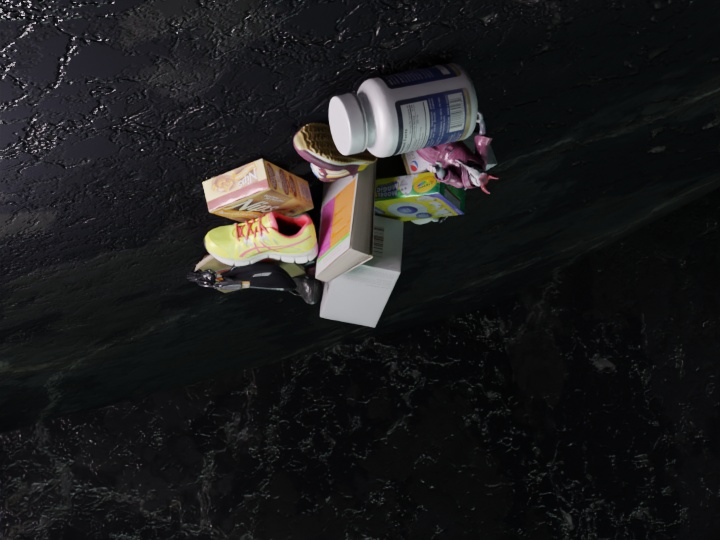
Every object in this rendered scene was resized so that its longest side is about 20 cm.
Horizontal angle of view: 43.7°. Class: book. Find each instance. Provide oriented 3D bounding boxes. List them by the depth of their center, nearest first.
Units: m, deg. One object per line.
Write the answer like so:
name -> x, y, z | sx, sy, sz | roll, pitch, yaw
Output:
book -> -0.029, -0.097, 1.545 | 0.047, 0.204, 0.133 | 19, 151, -28

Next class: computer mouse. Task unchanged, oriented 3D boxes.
computer mouse -> -0.195, 0.008, 1.552 | 0.196, 0.047, 0.140 | 5, -177, -19

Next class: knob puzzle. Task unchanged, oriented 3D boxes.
knob puzzle -> -0.215, -0.014, 1.640 | 0.215, 0.031, 0.220 | -8, 162, -2

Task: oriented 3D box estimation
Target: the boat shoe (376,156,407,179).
boat shoe -> 0.097, -0.178, 1.692 | 0.196, 0.076, 0.068 | -2, 164, -23

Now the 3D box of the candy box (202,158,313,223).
candy box -> -0.168, -0.126, 1.520 | 0.113, 0.056, 0.200 | -19, 169, 15

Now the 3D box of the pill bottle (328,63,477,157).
pill bottle -> 0.059, -0.226, 1.288 | 0.196, 0.113, 0.111 | -14, 168, -19

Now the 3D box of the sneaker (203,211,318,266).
sneaker -> -0.167, -0.065, 1.523 | 0.195, 0.079, 0.091 | -3, 140, -10

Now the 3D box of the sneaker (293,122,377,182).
sneaker -> -0.055, -0.177, 1.426 | 0.089, 0.076, 0.199 | -31, 163, 30

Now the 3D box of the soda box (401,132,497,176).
soda box -> 0.161, -0.210, 1.638 | 0.198, 0.069, 0.063 | -7, 165, -47

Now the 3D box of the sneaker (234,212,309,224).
sneaker -> -0.175, -0.076, 1.665 | 0.197, 0.089, 0.074 | -18, 157, 30

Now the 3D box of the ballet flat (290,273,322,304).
ballet flat -> -0.119, 0.038, 1.792 | 0.065, 0.058, 0.200 | 8, 176, -12

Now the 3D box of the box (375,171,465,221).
box -> 0.076, -0.128, 1.612 | 0.196, 0.049, 0.117 | -3, 163, 30

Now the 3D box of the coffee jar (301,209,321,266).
coffee jar -> -0.113, -0.058, 1.811 | 0.196, 0.106, 0.085 | -18, 178, -7

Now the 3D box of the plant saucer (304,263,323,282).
plant saucer -> -0.024, -0.008, 1.885 | 0.197, 0.052, 0.201 | -18, -176, 1

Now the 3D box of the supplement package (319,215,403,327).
supplement package -> 0.000, 0.000, 1.682 | 0.115, 0.119, 0.201 | 10, 145, -8

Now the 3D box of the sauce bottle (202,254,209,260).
sauce bottle -> -0.237, -0.019, 1.905 | 0.197, 0.067, 0.066 | -14, 168, -36

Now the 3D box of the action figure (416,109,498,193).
action figure -> 0.140, -0.176, 1.422 | 0.133, 0.200, 0.150 | -33, 149, -14

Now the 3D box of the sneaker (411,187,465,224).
sneaker -> 0.138, -0.135, 1.807 | 0.198, 0.080, 0.130 | -32, -171, 46
